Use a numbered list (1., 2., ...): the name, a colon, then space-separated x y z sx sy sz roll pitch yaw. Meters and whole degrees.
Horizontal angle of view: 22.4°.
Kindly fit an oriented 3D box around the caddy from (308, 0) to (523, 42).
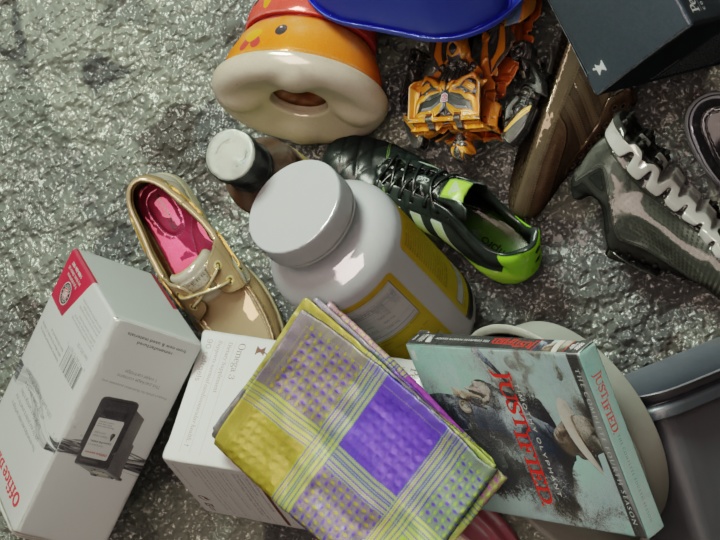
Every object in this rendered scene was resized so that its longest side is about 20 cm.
1. caddy: 0.040 -0.253 1.412 0.199 0.105 0.142 14 66 23

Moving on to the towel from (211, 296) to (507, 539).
1. towel: -0.007 0.133 1.339 0.200 0.023 0.144 43 103 15

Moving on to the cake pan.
1. cake pan: 0.150 0.121 1.328 0.037 0.200 0.201 -30 77 -27

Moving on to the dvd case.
1. dvd case: 0.120 0.114 1.303 0.199 0.022 0.147 0 117 55

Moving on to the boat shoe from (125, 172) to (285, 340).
1. boat shoe: -0.136 0.003 1.527 0.074 0.069 0.200 -40 78 9

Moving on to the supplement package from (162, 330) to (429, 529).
1. supplement package: -0.035 0.134 1.443 0.199 0.117 0.118 7 63 20

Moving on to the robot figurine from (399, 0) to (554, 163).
1. robot figurine: 0.088 -0.187 1.467 0.144 0.058 0.202 -1 76 39

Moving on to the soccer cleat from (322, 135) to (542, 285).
1. soccer cleat: 0.060 -0.060 1.464 0.199 0.081 0.068 30 68 8

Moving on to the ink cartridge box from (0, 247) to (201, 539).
1. ink cartridge box: -0.224 0.106 1.489 0.201 0.083 0.145 -63 31 13

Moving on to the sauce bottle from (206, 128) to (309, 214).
1. sauce bottle: -0.069 -0.071 1.446 0.064 0.200 0.065 -3 78 16

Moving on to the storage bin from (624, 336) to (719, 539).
1. storage bin: 0.271 0.129 1.368 0.199 0.145 0.135 -18 92 -26

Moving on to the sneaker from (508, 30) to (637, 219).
1. sneaker: 0.181 -0.128 1.455 0.075 0.070 0.201 19 101 -6

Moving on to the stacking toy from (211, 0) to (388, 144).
1. stacking toy: -0.038 -0.217 1.505 0.145 0.146 0.201 3 69 14

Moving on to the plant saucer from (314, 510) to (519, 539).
1. plant saucer: 0.042 0.271 1.475 0.199 0.051 0.202 -1 87 15

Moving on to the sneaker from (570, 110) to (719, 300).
1. sneaker: 0.242 -0.025 1.437 0.200 0.066 0.090 49 116 2

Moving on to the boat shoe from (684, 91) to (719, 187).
1. boat shoe: 0.327 -0.063 1.413 0.072 0.068 0.200 -41 78 9

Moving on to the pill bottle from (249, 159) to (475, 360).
1. pill bottle: 0.000 0.000 1.415 0.111 0.200 0.113 -18 52 24

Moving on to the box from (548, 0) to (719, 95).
1. box: 0.236 -0.234 1.370 0.107 0.199 0.149 -36 77 47
